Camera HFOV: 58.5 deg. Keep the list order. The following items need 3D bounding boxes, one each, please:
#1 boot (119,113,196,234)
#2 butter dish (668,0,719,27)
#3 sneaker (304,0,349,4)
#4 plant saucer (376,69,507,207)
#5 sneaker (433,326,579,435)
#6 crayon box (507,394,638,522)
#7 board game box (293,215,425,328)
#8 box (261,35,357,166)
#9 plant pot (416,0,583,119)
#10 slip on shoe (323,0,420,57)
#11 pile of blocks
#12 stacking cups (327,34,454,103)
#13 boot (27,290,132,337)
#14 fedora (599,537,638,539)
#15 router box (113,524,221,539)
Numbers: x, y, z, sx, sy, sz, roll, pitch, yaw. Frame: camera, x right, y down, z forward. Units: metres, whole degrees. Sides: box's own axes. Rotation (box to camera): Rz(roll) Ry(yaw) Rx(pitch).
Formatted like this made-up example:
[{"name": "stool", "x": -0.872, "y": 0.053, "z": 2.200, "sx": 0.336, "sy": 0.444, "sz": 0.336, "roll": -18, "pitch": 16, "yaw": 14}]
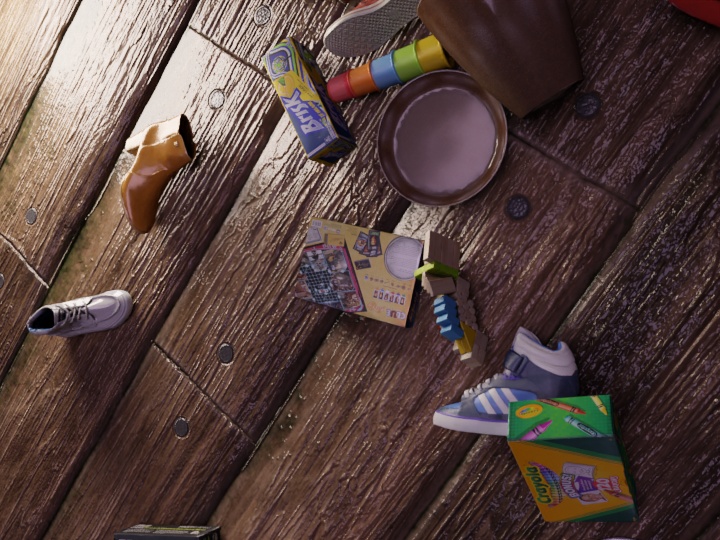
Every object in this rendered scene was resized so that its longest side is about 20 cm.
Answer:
[{"name": "boot", "x": -0.360, "y": -0.176, "z": 1.162, "sx": 0.144, "sy": 0.071, "sz": 0.202, "roll": -12, "pitch": 77, "yaw": 27}, {"name": "butter dish", "x": 0.497, "y": -0.382, "z": 0.738, "sx": 0.200, "sy": 0.148, "sz": 0.200, "roll": 34, "pitch": 141, "yaw": 21}, {"name": "sneaker", "x": -0.012, "y": -0.470, "z": 1.023, "sx": 0.199, "sy": 0.067, "sz": 0.090, "roll": 6, "pitch": 97, "yaw": 26}, {"name": "plant saucer", "x": 0.121, "y": -0.194, "z": 0.955, "sx": 0.199, "sy": 0.032, "sz": 0.201, "roll": 0, "pitch": 91, "yaw": 25}, {"name": "sneaker", "x": 0.199, "y": 0.152, "z": 0.887, "sx": 0.199, "sy": 0.081, "sz": 0.147, "roll": -3, "pitch": 74, "yaw": 31}, {"name": "crayon box", "x": 0.263, "y": 0.235, "z": 0.788, "sx": 0.118, "sy": 0.200, "sz": 0.058, "roll": -10, "pitch": 41, "yaw": 25}, {"name": "board game box", "x": 0.000, "y": 0.000, "z": 1.004, "sx": 0.199, "sy": 0.035, "sz": 0.136, "roll": 14, "pitch": 93, "yaw": 25}, {"name": "box", "x": -0.082, "y": -0.271, "z": 1.038, "sx": 0.064, "sy": 0.070, "sz": 0.201, "roll": -32, "pitch": 74, "yaw": 23}, {"name": "plant pot", "x": 0.206, "y": -0.313, "z": 0.862, "sx": 0.187, "sy": 0.187, "sz": 0.200, "roll": -31, "pitch": 89, "yaw": 20}, {"name": "slip on shoe", "x": 0.029, "y": -0.400, "z": 1.002, "sx": 0.200, "sy": 0.074, "sz": 0.061, "roll": -26, "pitch": 42, "yaw": 28}, {"name": "pile of blocks", "x": 0.117, "y": 0.046, "z": 0.923, "sx": 0.062, "sy": 0.082, "sz": 0.201, "roll": -31, "pitch": 69, "yaw": 51}, {"name": "stacking cups", "x": 0.042, "y": -0.303, "z": 0.989, "sx": 0.199, "sy": 0.060, "sz": 0.061, "roll": -16, "pitch": 81, "yaw": 25}, {"name": "boot", "x": -0.534, "y": 0.087, "z": 1.217, "sx": 0.199, "sy": 0.096, "sz": 0.074, "roll": -21, "pitch": 79, "yaw": 23}, {"name": "fedora", "x": 0.332, "y": 0.447, "z": 0.793, "sx": 0.176, "sy": 0.090, "sz": 0.201, "roll": 14, "pitch": 93, "yaw": 25}, {"name": "router box", "x": -0.333, "y": 0.526, "z": 1.117, "sx": 0.199, "sy": 0.062, "sz": 0.151, "roll": -10, "pitch": 82, "yaw": 24}]
